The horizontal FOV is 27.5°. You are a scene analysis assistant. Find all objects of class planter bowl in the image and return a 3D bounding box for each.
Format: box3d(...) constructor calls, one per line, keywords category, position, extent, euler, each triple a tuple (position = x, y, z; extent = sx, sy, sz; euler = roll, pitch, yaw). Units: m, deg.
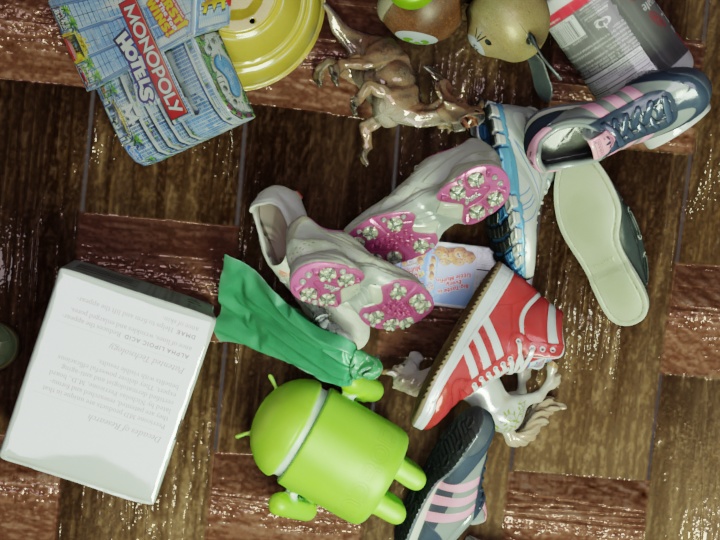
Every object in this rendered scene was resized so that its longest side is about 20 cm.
box3d(category="planter bowl", position=(-0.134, -0.292, 1.554), extent=(0.200, 0.083, 0.201), euler=(0, 94, -6))

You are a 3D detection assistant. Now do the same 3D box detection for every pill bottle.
box3d(category="pill bottle", position=(0.288, -0.234, 1.586), extent=(0.111, 0.111, 0.200), euler=(-36, 96, -3))

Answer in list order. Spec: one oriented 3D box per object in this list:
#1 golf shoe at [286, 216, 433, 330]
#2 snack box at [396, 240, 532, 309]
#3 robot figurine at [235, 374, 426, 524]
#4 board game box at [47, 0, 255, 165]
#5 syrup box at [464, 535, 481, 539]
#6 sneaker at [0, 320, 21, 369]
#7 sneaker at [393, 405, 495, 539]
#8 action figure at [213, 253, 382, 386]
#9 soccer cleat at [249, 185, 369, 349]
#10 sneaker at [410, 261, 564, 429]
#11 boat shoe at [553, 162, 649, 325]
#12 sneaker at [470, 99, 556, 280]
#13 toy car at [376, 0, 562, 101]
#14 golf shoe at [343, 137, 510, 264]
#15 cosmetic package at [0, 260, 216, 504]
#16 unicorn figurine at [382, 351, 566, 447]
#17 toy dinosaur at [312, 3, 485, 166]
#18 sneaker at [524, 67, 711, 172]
box3d(category="golf shoe", position=(0.000, 0.000, 1.527), extent=(0.075, 0.092, 0.200), euler=(-40, 141, 23))
box3d(category="snack box", position=(0.090, 0.004, 1.622), extent=(0.200, 0.024, 0.072), euler=(7, 92, -6))
box3d(category="robot figurine", position=(-0.030, 0.192, 1.572), extent=(0.200, 0.116, 0.176), euler=(30, 92, -4))
box3d(category="board game box", position=(-0.198, -0.226, 1.506), extent=(0.200, 0.062, 0.200), euler=(-20, 96, 37))
box3d(category="syrup box", position=(0.124, 0.402, 1.618), extent=(0.079, 0.081, 0.200), euler=(22, 92, -8))
box3d(category="sneaker", position=(-0.460, 0.073, 1.536), extent=(0.200, 0.090, 0.067), euler=(10, 91, -7))
box3d(category="sneaker", position=(0.111, 0.232, 1.595), extent=(0.082, 0.070, 0.200), euler=(20, 121, -15))
box3d(category="action figure", position=(-0.062, 0.067, 1.544), extent=(0.200, 0.118, 0.055), euler=(28, 45, 25))
box3d(category="soccer cleat", position=(-0.059, 0.003, 1.574), extent=(0.069, 0.078, 0.200), euler=(-28, 92, 29))
box3d(category="sneaker", position=(0.140, 0.100, 1.541), extent=(0.112, 0.071, 0.200), euler=(33, 74, -3))
box3d(category="boat shoe", position=(0.272, -0.041, 1.619), extent=(0.074, 0.066, 0.200), euler=(-23, 97, 28))
box3d(category="sneaker", position=(0.180, -0.089, 1.598), extent=(0.087, 0.075, 0.200), euler=(-5, 85, -21))
box3d(category="toy car", position=(0.131, -0.255, 1.525), extent=(0.158, 0.164, 0.200), euler=(-41, 85, -2))
box3d(category="golf shoe", position=(0.066, -0.073, 1.573), extent=(0.200, 0.092, 0.075), euler=(-25, 128, 16))
box3d(category="cosmetic package", position=(-0.257, 0.110, 1.522), extent=(0.165, 0.165, 0.200), euler=(18, 92, -7))
box3d(category="unicorn figurine", position=(0.125, 0.115, 1.604), extent=(0.200, 0.074, 0.137), euler=(40, 74, 6))
box3d(category="toy dinosaur", position=(0.035, -0.206, 1.581), extent=(0.135, 0.086, 0.200), euler=(-29, 79, -14))
box3d(category="sneaker", position=(0.265, -0.145, 1.512), extent=(0.200, 0.082, 0.070), euler=(-19, 117, 19))
